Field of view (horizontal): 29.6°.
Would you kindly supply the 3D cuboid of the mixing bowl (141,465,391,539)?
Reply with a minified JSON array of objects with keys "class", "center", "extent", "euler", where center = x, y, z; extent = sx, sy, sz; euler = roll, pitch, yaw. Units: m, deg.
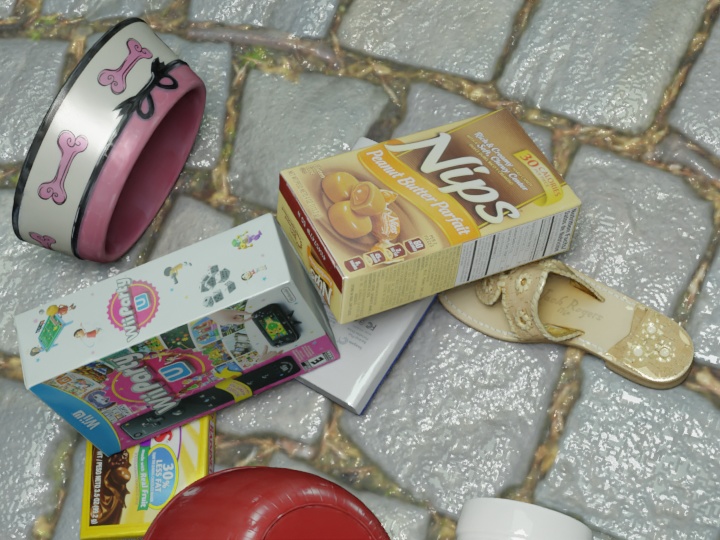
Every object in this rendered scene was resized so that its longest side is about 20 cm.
[{"class":"mixing bowl","center":[-0.047,0.215,0.906],"extent":[0.198,0.108,0.203],"euler":[11,63,-22]}]

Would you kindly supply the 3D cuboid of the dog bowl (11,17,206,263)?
[{"class":"dog bowl","center":[-0.194,-0.095,1.090],"extent":[0.073,0.200,0.201],"euler":[29,74,4]}]

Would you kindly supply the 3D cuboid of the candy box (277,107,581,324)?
[{"class":"candy box","center":[0.050,-0.044,1.014],"extent":[0.198,0.056,0.116],"euler":[-18,53,-20]}]

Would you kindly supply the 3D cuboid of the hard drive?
[{"class":"hard drive","center":[0.000,0.000,1.085],"extent":[0.131,0.025,0.201],"euler":[26,74,28]}]

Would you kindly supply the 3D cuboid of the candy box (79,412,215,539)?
[{"class":"candy box","center":[-0.164,0.112,1.075],"extent":[0.101,0.026,0.203],"euler":[-4,65,7]}]

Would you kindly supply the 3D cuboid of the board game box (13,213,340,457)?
[{"class":"board game box","center":[-0.129,0.051,0.996],"extent":[0.198,0.148,0.065],"euler":[-22,61,4]}]

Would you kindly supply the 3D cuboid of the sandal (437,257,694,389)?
[{"class":"sandal","center":[0.151,0.021,1.025],"extent":[0.210,0.070,0.078],"euler":[22,72,20]}]

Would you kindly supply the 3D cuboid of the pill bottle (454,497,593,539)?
[{"class":"pill bottle","center":[0.091,0.262,0.904],"extent":[0.115,0.117,0.202],"euler":[9,68,15]}]
